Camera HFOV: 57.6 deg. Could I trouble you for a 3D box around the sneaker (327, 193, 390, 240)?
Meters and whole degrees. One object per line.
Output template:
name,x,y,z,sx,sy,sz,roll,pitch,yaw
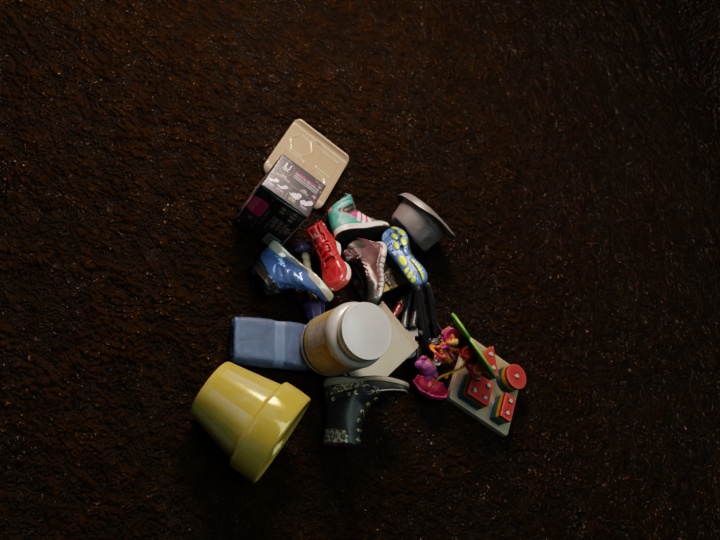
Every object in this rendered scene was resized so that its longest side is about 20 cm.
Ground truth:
sneaker,-0.014,-0.143,1.733,0.199,0.084,0.121,-4,62,-48

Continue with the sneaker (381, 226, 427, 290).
sneaker,0.111,-0.028,1.718,0.070,0.083,0.200,-23,63,-10

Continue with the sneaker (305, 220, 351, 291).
sneaker,-0.090,-0.042,1.570,0.116,0.078,0.200,52,7,-35

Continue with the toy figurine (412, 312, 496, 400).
toy figurine,0.208,0.235,1.628,0.184,0.150,0.201,-34,109,1

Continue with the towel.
towel,-0.200,0.167,1.484,0.199,0.048,0.112,11,66,-29

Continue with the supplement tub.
supplement tub,-0.032,0.150,1.439,0.144,0.200,0.145,9,71,-28

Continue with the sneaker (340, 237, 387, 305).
sneaker,0.000,0.000,1.639,0.115,0.076,0.201,20,48,-16

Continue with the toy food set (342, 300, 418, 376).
toy food set,0.030,0.189,1.600,0.200,0.060,0.144,-40,91,-21

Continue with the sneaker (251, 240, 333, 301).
sneaker,-0.165,0.032,1.528,0.200,0.077,0.111,40,82,7

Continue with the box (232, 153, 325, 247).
box,-0.192,-0.156,1.549,0.132,0.200,0.115,35,55,-13

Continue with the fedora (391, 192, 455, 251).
fedora,0.158,-0.119,1.798,0.090,0.177,0.200,-50,127,-6

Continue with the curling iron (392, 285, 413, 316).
curling iron,0.092,0.091,1.696,0.050,0.026,0.200,43,63,-2

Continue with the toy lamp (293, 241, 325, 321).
toy lamp,-0.124,0.031,1.594,0.058,0.058,0.201,-1,67,-32

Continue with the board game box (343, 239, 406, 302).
board game box,0.059,-0.010,1.739,0.199,0.035,0.136,-20,79,-36

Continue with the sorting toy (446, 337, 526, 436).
sorting toy,0.348,0.300,1.745,0.199,0.070,0.199,34,54,-13

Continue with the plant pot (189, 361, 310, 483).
plant pot,-0.232,0.292,1.327,0.188,0.201,0.201,33,53,6

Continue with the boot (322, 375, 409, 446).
boot,0.010,0.320,1.487,0.202,0.074,0.155,-1,66,8

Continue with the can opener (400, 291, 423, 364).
can opener,0.133,0.146,1.708,0.066,0.052,0.201,46,44,-50

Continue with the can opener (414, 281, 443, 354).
can opener,0.170,0.123,1.671,0.063,0.079,0.201,-26,117,-20

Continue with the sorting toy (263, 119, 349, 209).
sorting toy,-0.144,-0.283,1.750,0.185,0.036,0.201,35,58,-12
